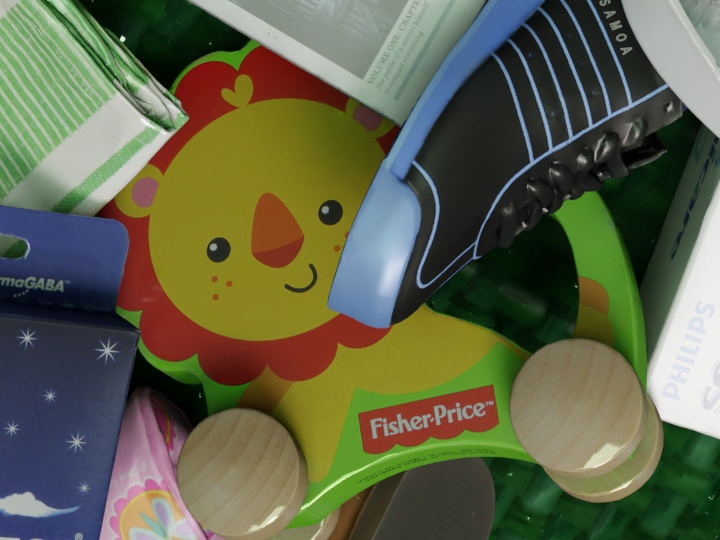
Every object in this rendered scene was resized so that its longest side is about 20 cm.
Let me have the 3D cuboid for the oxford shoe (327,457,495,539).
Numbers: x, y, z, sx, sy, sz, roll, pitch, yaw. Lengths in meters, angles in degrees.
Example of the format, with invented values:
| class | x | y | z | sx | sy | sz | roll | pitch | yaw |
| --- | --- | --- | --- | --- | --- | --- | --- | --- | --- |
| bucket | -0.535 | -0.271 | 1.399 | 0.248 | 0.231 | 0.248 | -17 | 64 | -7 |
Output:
| class | x | y | z | sx | sy | sz | roll | pitch | yaw |
| --- | --- | --- | --- | --- | --- | --- | --- | --- | --- |
| oxford shoe | -0.025 | 0.150 | 0.987 | 0.071 | 0.071 | 0.201 | 50 | 64 | -31 |

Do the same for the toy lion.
| class | x | y | z | sx | sy | sz | roll | pitch | yaw |
| --- | --- | --- | --- | --- | --- | --- | --- | --- | --- |
| toy lion | 0.000 | 0.000 | 0.950 | 0.198 | 0.069 | 0.193 | -11 | 73 | 12 |

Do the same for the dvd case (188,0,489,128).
| class | x | y | z | sx | sy | sz | roll | pitch | yaw |
| --- | --- | --- | --- | --- | --- | --- | --- | --- | --- |
| dvd case | -0.030 | -0.163 | 0.889 | 0.199 | 0.025 | 0.151 | 30 | 103 | -6 |

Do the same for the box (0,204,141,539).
| class | x | y | z | sx | sy | sz | roll | pitch | yaw |
| --- | --- | --- | --- | --- | --- | --- | --- | --- | --- |
| box | -0.150 | 0.076 | 0.920 | 0.120 | 0.032 | 0.202 | 7 | 99 | -27 |

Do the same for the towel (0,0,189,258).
| class | x | y | z | sx | sy | sz | roll | pitch | yaw |
| --- | --- | --- | --- | --- | --- | --- | --- | --- | --- |
| towel | -0.178 | -0.083 | 0.957 | 0.200 | 0.023 | 0.152 | 45 | 122 | -5 |

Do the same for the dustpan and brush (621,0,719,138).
| class | x | y | z | sx | sy | sz | roll | pitch | yaw |
| --- | --- | --- | --- | --- | --- | --- | --- | --- | --- |
| dustpan and brush | 0.111 | -0.113 | 0.858 | 0.199 | 0.057 | 0.141 | 20 | 64 | -17 |

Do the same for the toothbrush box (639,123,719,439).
| class | x | y | z | sx | sy | sz | roll | pitch | yaw |
| --- | --- | --- | --- | --- | --- | --- | --- | --- | --- |
| toothbrush box | 0.214 | 0.006 | 0.970 | 0.198 | 0.085 | 0.147 | 17 | 106 | -4 |

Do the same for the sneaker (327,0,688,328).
| class | x | y | z | sx | sy | sz | roll | pitch | yaw |
| --- | --- | --- | --- | --- | --- | --- | --- | --- | --- |
| sneaker | 0.067 | -0.053 | 0.894 | 0.078 | 0.070 | 0.201 | 32 | 72 | 8 |

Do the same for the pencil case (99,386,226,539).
| class | x | y | z | sx | sy | sz | roll | pitch | yaw |
| --- | --- | --- | --- | --- | --- | --- | --- | --- | --- |
| pencil case | -0.141 | 0.119 | 1.011 | 0.199 | 0.087 | 0.088 | -28 | 103 | 7 |
